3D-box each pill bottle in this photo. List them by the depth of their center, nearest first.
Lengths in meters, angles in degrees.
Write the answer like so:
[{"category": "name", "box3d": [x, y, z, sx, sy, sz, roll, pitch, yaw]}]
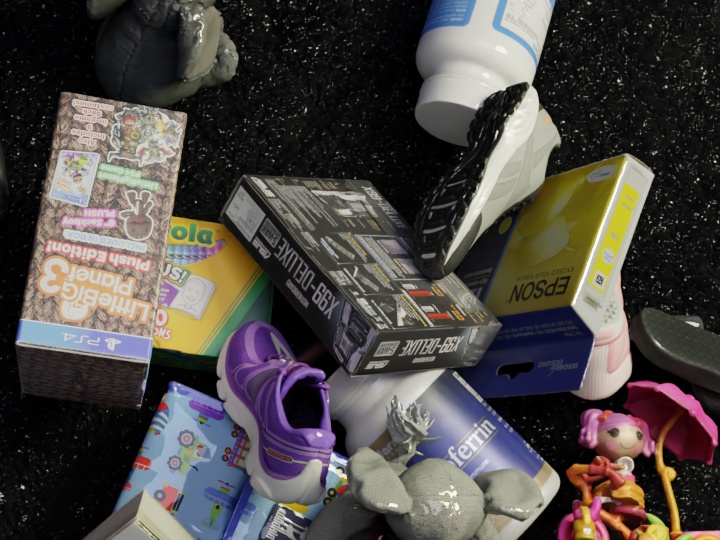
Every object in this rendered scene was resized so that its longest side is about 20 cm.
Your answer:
[{"category": "pill bottle", "box3d": [0.060, 0.146, 1.274, 0.200, 0.116, 0.116, 44, 69, 5]}, {"category": "pill bottle", "box3d": [0.114, -0.220, 1.405, 0.112, 0.112, 0.200, 21, 70, -5]}]

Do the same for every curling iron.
[{"category": "curling iron", "box3d": [-0.010, 0.060, 1.329, 0.200, 0.050, 0.026, -34, 125, -24]}]

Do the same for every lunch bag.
[{"category": "lunch bag", "box3d": [-0.092, 0.202, 1.227, 0.200, 0.094, 0.151, 22, 72, -1]}]

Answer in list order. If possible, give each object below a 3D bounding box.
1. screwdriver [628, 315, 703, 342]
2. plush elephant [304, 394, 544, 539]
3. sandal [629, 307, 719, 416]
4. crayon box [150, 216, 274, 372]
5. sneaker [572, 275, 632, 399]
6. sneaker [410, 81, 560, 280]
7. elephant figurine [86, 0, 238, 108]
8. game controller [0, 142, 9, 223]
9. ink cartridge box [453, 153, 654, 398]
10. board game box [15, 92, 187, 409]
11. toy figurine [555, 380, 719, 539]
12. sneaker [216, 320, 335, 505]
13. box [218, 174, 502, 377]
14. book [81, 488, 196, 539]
[{"category": "screwdriver", "box3d": [0.217, 0.062, 1.390, 0.200, 0.029, 0.028, -6, 75, -5]}, {"category": "plush elephant", "box3d": [0.045, 0.197, 1.133, 0.164, 0.155, 0.200, 4, 87, -11]}, {"category": "sandal", "box3d": [0.313, 0.093, 1.371, 0.200, 0.048, 0.075, 27, 35, -24]}, {"category": "crayon box", "box3d": [-0.175, 0.016, 1.293, 0.200, 0.058, 0.119, 8, 71, -10]}, {"category": "sneaker", "box3d": [0.199, 0.036, 1.356, 0.075, 0.105, 0.200, -5, 33, 6]}, {"category": "sneaker", "box3d": [0.113, -0.068, 1.286, 0.079, 0.074, 0.200, 45, 62, -23]}, {"category": "elephant figurine", "box3d": [-0.167, -0.229, 1.298, 0.141, 0.200, 0.155, -4, 74, -14]}, {"category": "game controller", "box3d": [-0.402, -0.074, 1.289, 0.200, 0.042, 0.104, -6, 60, -14]}, {"category": "ink cartridge box", "box3d": [0.144, 0.010, 1.292, 0.047, 0.198, 0.200, 35, 66, -23]}, {"category": "board game box", "box3d": [-0.200, -0.011, 1.180, 0.097, 0.159, 0.200, 9, 71, -8]}, {"category": "toy figurine", "box3d": [0.237, 0.182, 1.302, 0.200, 0.150, 0.184, 7, 60, -9]}, {"category": "sneaker", "box3d": [-0.053, 0.096, 1.182, 0.081, 0.084, 0.200, 12, 26, -26]}, {"category": "box", "box3d": [0.000, 0.000, 1.264, 0.158, 0.050, 0.200, -1, 41, -48]}, {"category": "book", "box3d": [-0.146, 0.281, 1.162, 0.134, 0.048, 0.200, -39, 107, 16]}]
